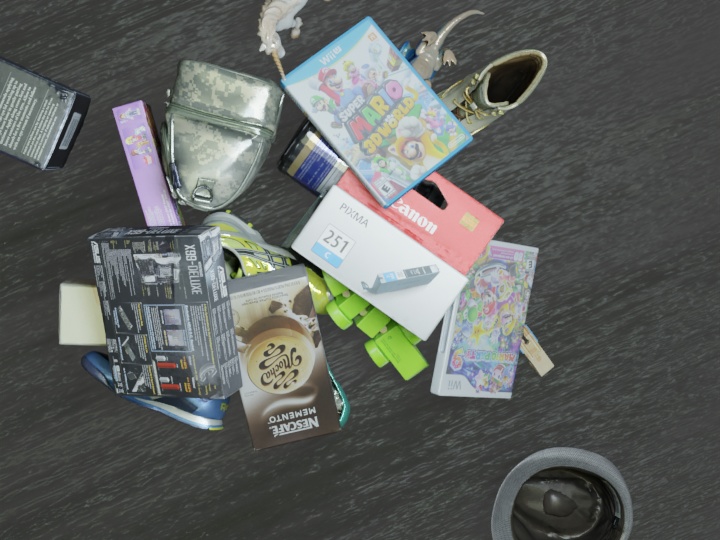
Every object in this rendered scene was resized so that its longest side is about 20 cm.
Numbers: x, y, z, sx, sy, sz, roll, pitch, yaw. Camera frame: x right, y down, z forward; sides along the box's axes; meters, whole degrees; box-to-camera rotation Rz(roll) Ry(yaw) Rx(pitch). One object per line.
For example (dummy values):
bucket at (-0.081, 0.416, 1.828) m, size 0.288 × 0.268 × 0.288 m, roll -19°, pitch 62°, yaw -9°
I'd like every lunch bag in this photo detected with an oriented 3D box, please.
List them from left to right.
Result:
lunch bag at (-0.174, -0.156, 1.574) m, size 0.139 × 0.200 × 0.168 m, roll 12°, pitch 92°, yaw -6°

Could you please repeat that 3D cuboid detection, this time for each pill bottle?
pill bottle at (0.003, -0.119, 1.637) m, size 0.200 × 0.112 × 0.112 m, roll 35°, pitch 91°, yaw -7°

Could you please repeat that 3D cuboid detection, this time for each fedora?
fedora at (0.255, 0.311, 1.705) m, size 0.200 × 0.090 × 0.177 m, roll 7°, pitch 96°, yaw -12°

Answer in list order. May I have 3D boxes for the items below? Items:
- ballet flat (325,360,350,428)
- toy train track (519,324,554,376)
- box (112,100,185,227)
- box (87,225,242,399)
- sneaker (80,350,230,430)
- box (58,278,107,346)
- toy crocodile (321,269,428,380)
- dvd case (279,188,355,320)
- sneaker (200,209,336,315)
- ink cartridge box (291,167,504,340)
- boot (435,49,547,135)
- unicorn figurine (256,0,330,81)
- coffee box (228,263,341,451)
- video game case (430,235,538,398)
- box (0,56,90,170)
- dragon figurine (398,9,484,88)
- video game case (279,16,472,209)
ballet flat at (-0.074, 0.121, 1.670) m, size 0.067 × 0.070 × 0.200 m, roll -33°, pitch 96°, yaw -2°
toy train track at (0.186, 0.055, 1.711) m, size 0.115 × 0.033 × 0.200 m, roll -39°, pitch 103°, yaw -8°
box at (-0.253, -0.107, 1.602) m, size 0.039 × 0.137 × 0.200 m, roll -16°, pitch 96°, yaw -3°
box at (-0.229, 0.049, 1.526) m, size 0.157 × 0.050 × 0.200 m, roll -1°, pitch 104°, yaw 25°
sneaker at (-0.257, 0.136, 1.657) m, size 0.200 × 0.074 × 0.082 m, roll 23°, pitch 90°, yaw -14°
box at (-0.274, 0.054, 1.636) m, size 0.200 × 0.095 × 0.078 m, roll 2°, pitch 94°, yaw -7°
toy crocodile at (0.017, 0.061, 1.638) m, size 0.067 × 0.062 × 0.200 m, roll -39°, pitch 115°, yaw 8°
dvd case at (0.000, 0.000, 1.647) m, size 0.200 × 0.022 × 0.146 m, roll 36°, pitch 133°, yaw -6°
sneaker at (-0.124, 0.006, 1.641) m, size 0.200 × 0.076 × 0.075 m, roll 30°, pitch 132°, yaw -2°
ink cartridge box at (0.047, -0.044, 1.563) m, size 0.200 × 0.045 × 0.176 m, roll 35°, pitch 93°, yaw -2°
boot at (0.137, -0.205, 1.619) m, size 0.200 × 0.155 × 0.072 m, roll -36°, pitch 96°, yaw -3°
unicorn figurine at (-0.084, -0.327, 1.596) m, size 0.074 × 0.137 × 0.200 m, roll 21°, pitch 90°, yaw 3°
coffee box at (-0.099, 0.105, 1.583) m, size 0.113 × 0.080 × 0.200 m, roll -14°, pitch 104°, yaw -3°
video game case at (0.159, 0.061, 1.645) m, size 0.143 × 0.018 × 0.200 m, roll 7°, pitch 94°, yaw -44°
box at (-0.444, -0.207, 1.572) m, size 0.200 × 0.148 × 0.104 m, roll 23°, pitch 93°, yaw -5°
dragon figurine at (0.073, -0.259, 1.655) m, size 0.059 × 0.099 × 0.200 m, roll 35°, pitch 77°, yaw -14°
video game case at (0.020, -0.192, 1.564) m, size 0.143 × 0.018 × 0.200 m, roll -38°, pitch 85°, yaw -16°
